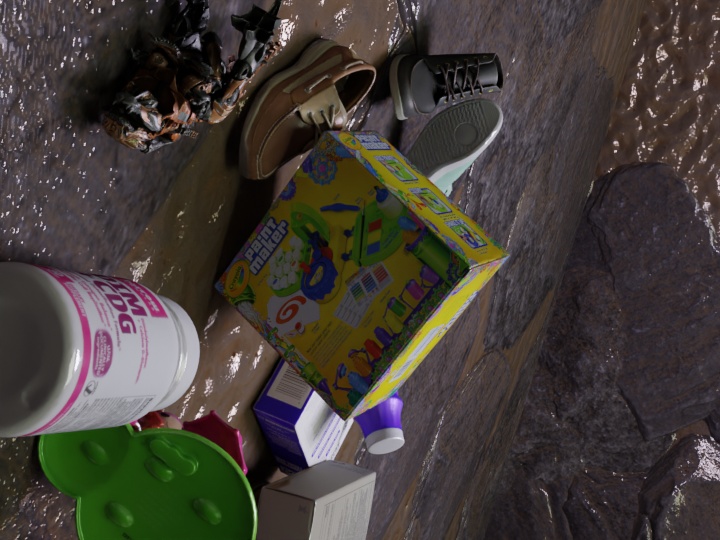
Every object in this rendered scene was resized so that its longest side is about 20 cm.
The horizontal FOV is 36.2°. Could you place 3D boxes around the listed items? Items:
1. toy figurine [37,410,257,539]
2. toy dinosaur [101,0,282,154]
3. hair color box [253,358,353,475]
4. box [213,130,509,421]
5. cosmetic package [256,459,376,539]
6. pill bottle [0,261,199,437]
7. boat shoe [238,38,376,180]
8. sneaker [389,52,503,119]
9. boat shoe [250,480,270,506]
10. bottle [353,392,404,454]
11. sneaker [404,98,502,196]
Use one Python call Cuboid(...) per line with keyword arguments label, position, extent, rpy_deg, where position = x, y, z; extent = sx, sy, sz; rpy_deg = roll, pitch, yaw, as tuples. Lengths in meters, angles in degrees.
Cuboid(label="toy figurine", position=(-0.174, 0.173, 0.977), extent=(0.150, 0.200, 0.184), rpy_deg=(-49, -176, 7))
Cuboid(label="toy dinosaur", position=(-0.127, -0.161, 0.858), extent=(0.200, 0.102, 0.136), rpy_deg=(-74, -171, -56))
Cuboid(label="hair color box", position=(-0.068, 0.181, 1.382), extent=(0.110, 0.065, 0.200), rpy_deg=(-60, 158, -27))
Cuboid(label="box", position=(0.000, 0.000, 1.077), extent=(0.200, 0.193, 0.122), rpy_deg=(-51, 165, 22))
Cuboid(label="cosmetic package", position=(-0.054, 0.298, 1.321), extent=(0.200, 0.071, 0.106), rpy_deg=(6, 95, -69))
Cuboid(label="pill bottle", position=(-0.202, 0.058, 0.794), extent=(0.114, 0.113, 0.200), rpy_deg=(-70, 162, 2))
Cuboid(label="boat shoe", position=(-0.049, -0.156, 1.064), extent=(0.200, 0.071, 0.076), rpy_deg=(-56, 157, -36))
Cuboid(label="sneaker", position=(0.107, -0.235, 1.341), extent=(0.200, 0.106, 0.075), rpy_deg=(-44, 128, -62))
Cuboid(label="boat shoe", position=(-0.129, 0.310, 1.336), extent=(0.200, 0.068, 0.072), rpy_deg=(-9, 117, -70))
Cuboid(label="bottle", position=(0.010, 0.129, 1.383), extent=(0.084, 0.065, 0.201), rpy_deg=(79, -3, -60))
Cuboid(label="sneaker", position=(0.112, -0.145, 1.447), extent=(0.200, 0.074, 0.118), rpy_deg=(-41, 164, 14))
